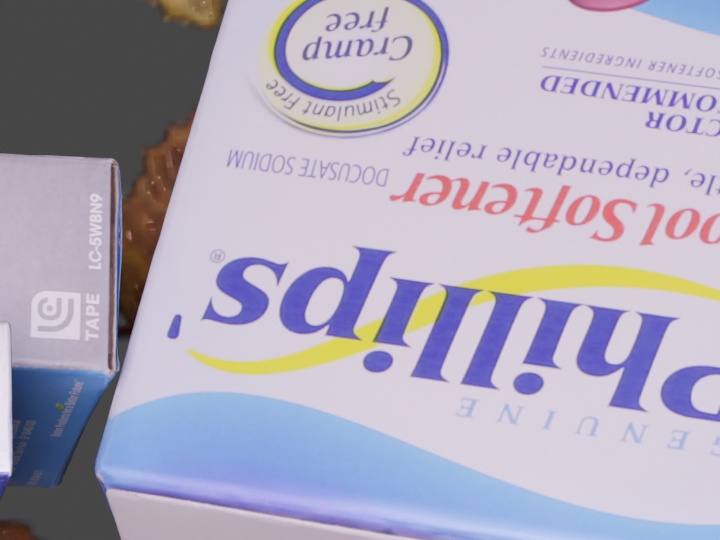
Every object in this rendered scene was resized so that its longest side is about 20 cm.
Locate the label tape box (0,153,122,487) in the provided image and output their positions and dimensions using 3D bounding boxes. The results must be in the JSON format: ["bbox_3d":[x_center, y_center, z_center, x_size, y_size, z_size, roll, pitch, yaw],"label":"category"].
[{"bbox_3d":[-0.172,0.014,0.771,0.199,0.144,0.063,3,73,-12],"label":"label tape box"}]

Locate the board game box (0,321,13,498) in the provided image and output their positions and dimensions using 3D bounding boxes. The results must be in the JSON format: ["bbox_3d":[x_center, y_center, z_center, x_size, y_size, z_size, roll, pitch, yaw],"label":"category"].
[{"bbox_3d":[-0.197,0.058,0.724,0.199,0.200,0.041,0,73,-12],"label":"board game box"}]

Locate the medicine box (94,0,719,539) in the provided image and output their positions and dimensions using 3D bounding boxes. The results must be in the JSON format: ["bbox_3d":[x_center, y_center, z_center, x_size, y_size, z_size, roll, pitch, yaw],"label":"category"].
[{"bbox_3d":[0.044,0.006,0.788,0.182,0.103,0.200,8,61,11],"label":"medicine box"}]
